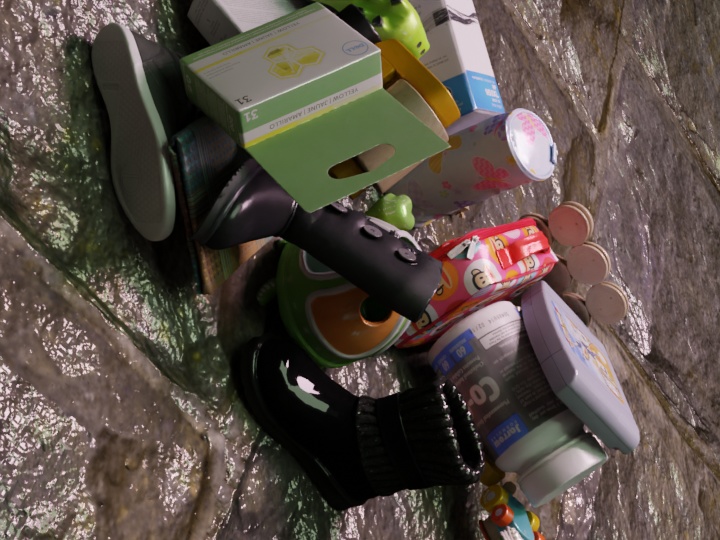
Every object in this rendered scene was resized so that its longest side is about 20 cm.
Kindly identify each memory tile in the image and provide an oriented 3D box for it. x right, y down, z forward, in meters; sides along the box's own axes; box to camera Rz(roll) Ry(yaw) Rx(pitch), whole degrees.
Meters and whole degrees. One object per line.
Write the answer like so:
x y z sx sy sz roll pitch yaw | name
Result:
0.204 0.011 1.474 0.017 0.200 0.153 -37 102 -47 | memory tile

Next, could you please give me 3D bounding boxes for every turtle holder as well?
0.003 0.011 1.242 0.185 0.132 0.141 -26 94 -57 | turtle holder

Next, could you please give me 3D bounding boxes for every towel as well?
-0.118 -0.078 1.152 0.200 0.022 0.147 -50 134 -63 | towel

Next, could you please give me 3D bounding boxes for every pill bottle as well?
0.169 0.143 1.358 0.114 0.114 0.200 -4 55 -56 | pill bottle

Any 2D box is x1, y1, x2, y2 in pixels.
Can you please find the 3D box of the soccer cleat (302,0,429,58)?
-0.009 -0.270 1.278 0.200 0.068 0.081 42 -3 35 | soccer cleat

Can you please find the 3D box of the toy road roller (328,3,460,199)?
0.008 -0.137 1.189 0.200 0.123 0.146 50 -3 38 | toy road roller

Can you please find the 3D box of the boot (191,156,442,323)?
-0.029 -0.016 1.082 0.200 0.066 0.165 37 31 -3 | boot

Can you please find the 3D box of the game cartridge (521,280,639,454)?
0.228 0.095 1.356 0.133 0.042 0.200 48 16 -26 | game cartridge

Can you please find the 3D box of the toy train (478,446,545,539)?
0.112 0.224 1.337 0.200 0.056 0.150 58 18 20 | toy train

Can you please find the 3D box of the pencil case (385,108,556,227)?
0.121 -0.111 1.424 0.091 0.200 0.083 37 51 -30 | pencil case

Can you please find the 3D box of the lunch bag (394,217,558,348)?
0.125 0.007 1.376 0.200 0.176 0.082 -14 73 -58 | lunch bag

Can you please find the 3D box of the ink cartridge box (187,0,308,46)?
-0.089 -0.264 1.293 0.200 0.044 0.174 -4 45 -44 | ink cartridge box

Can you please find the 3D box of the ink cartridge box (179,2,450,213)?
-0.040 -0.142 1.061 0.145 0.200 0.048 -27 136 -22 | ink cartridge box

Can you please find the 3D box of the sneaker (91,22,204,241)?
-0.168 -0.119 1.119 0.099 0.071 0.200 5 65 -49 | sneaker

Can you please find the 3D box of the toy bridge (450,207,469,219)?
0.111 -0.157 1.589 0.067 0.027 0.200 17 60 -52 | toy bridge

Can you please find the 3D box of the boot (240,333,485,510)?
0.005 0.125 1.160 0.211 0.158 0.079 53 36 -25 | boot

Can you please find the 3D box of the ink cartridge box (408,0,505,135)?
0.063 -0.249 1.460 0.084 0.145 0.200 -3 76 -57 | ink cartridge box
